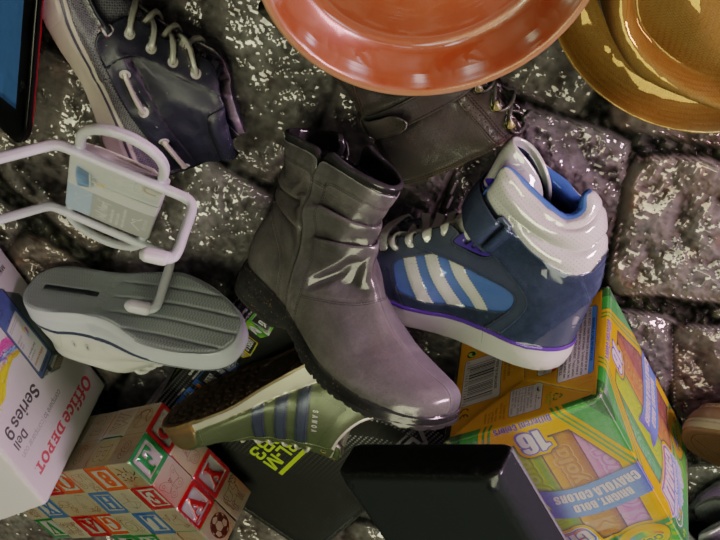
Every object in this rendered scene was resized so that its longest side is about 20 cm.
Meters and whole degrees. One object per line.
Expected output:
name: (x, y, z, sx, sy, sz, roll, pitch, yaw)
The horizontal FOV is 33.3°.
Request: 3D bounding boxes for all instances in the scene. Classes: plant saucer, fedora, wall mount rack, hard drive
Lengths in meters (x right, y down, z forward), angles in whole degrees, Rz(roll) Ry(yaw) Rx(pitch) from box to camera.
plant saucer: (0.038, -0.185, 0.648, 0.197, 0.033, 0.202, -4, 133, -4)
fedora: (0.197, -0.154, 0.691, 0.198, 0.082, 0.203, 6, 126, 9)
wall mount rack: (-0.203, -0.037, 0.813, 0.172, 0.075, 0.200, 21, 157, -9)
hard drive: (0.087, 0.203, 0.854, 0.138, 0.033, 0.201, -7, 126, 41)

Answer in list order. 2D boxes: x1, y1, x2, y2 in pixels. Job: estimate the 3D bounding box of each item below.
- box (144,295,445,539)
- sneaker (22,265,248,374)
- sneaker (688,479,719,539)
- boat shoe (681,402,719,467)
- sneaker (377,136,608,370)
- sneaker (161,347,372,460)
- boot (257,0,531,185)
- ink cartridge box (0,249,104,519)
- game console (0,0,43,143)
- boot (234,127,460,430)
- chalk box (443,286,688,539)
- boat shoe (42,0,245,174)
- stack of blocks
box: (-0.055, 0.118, 0.962, 0.193, 0.048, 0.200, 38, 124, -10)
sneaker: (-0.163, 0.044, 0.916, 0.198, 0.073, 0.071, 12, 144, 30)
sneaker: (0.328, 0.220, 0.928, 0.198, 0.075, 0.116, -11, 124, 23)
boat shoe: (0.334, 0.116, 0.872, 0.197, 0.063, 0.074, 6, 152, 12)
sneaker: (0.069, -0.032, 0.804, 0.198, 0.081, 0.148, 22, 122, 20)
sneaker: (-0.046, 0.107, 0.882, 0.199, 0.067, 0.090, -26, 107, 21)
boot: (0.051, -0.150, 0.749, 0.199, 0.070, 0.174, -28, 120, 32)
ink cartridge box: (-0.303, 0.073, 0.926, 0.087, 0.146, 0.201, -19, 118, 22)
game console: (-0.275, -0.198, 0.729, 0.170, 0.119, 0.202, 6, 121, -15)
boot: (0.000, 0.000, 0.766, 0.199, 0.069, 0.133, 36, 118, 29)
chalk box: (0.164, 0.139, 0.880, 0.123, 0.125, 0.201, -21, 119, 25)
boat shoe: (-0.140, -0.150, 0.785, 0.092, 0.075, 0.201, -8, 131, 12)
stack of blocks: (-0.201, 0.178, 0.994, 0.198, 0.059, 0.115, -13, 127, 41)
